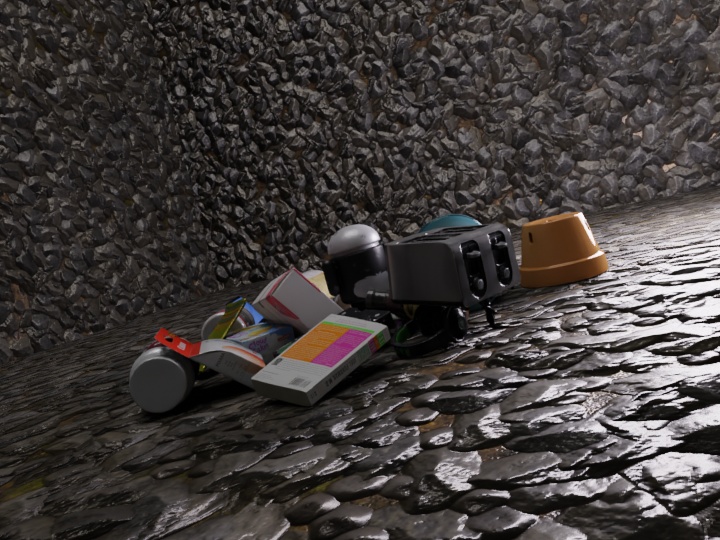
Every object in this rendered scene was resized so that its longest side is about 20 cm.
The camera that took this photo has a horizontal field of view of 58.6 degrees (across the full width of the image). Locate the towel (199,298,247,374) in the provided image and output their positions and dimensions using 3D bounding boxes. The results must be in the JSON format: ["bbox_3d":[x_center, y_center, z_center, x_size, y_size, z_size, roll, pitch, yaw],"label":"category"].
[{"bbox_3d":[-0.319,0.147,1.418,0.086,0.018,0.200,-26,30,49],"label":"towel"}]

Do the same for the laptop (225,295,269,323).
[{"bbox_3d":[-0.269,0.111,1.886,0.200,0.103,0.177,-14,5,3],"label":"laptop"}]

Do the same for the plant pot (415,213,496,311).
[{"bbox_3d":[0.222,-0.004,1.414,0.200,0.200,0.188,-14,20,-1],"label":"plant pot"}]

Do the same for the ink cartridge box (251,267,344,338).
[{"bbox_3d":[-0.141,0.081,1.385,0.083,0.146,0.200,-53,11,-19],"label":"ink cartridge box"}]

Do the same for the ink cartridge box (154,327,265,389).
[{"bbox_3d":[-0.274,0.143,1.188,0.050,0.200,0.162,-60,12,-5],"label":"ink cartridge box"}]

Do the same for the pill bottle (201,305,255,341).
[{"bbox_3d":[-0.323,0.145,1.605,0.110,0.111,0.200,-14,5,0],"label":"pill bottle"}]

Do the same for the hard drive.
[{"bbox_3d":[-0.050,0.132,1.219,0.200,0.038,0.140,-28,16,-34],"label":"hard drive"}]

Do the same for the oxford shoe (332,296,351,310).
[{"bbox_3d":[-0.027,0.102,1.536,0.084,0.073,0.200,-11,17,8],"label":"oxford shoe"}]

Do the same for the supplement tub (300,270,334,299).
[{"bbox_3d":[-0.131,0.078,1.630,0.144,0.145,0.200,-12,5,19],"label":"supplement tub"}]

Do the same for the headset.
[{"bbox_3d":[0.151,0.103,1.139,0.200,0.094,0.123,-32,15,-18],"label":"headset"}]

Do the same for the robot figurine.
[{"bbox_3d":[0.000,0.000,1.402,0.125,0.200,0.150,-15,4,16],"label":"robot figurine"}]

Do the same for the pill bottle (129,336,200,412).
[{"bbox_3d":[-0.361,0.190,1.186,0.114,0.114,0.200,-15,5,-9],"label":"pill bottle"}]

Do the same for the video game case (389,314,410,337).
[{"bbox_3d":[0.051,0.112,1.374,0.181,0.036,0.200,-13,5,30],"label":"video game case"}]

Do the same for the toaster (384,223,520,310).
[{"bbox_3d":[0.155,-0.008,1.137,0.181,0.119,0.200,-17,11,-43],"label":"toaster"}]

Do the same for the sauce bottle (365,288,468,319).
[{"bbox_3d":[0.110,0.068,1.252,0.200,0.066,0.066,4,10,15],"label":"sauce bottle"}]

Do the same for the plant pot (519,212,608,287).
[{"bbox_3d":[0.456,-0.052,1.486,0.200,0.140,0.200,-15,4,1],"label":"plant pot"}]

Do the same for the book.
[{"bbox_3d":[-0.061,0.142,1.044,0.133,0.048,0.200,2,26,44],"label":"book"}]

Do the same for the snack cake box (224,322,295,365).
[{"bbox_3d":[-0.228,0.163,1.397,0.115,0.067,0.200,-16,5,-28],"label":"snack cake box"}]
